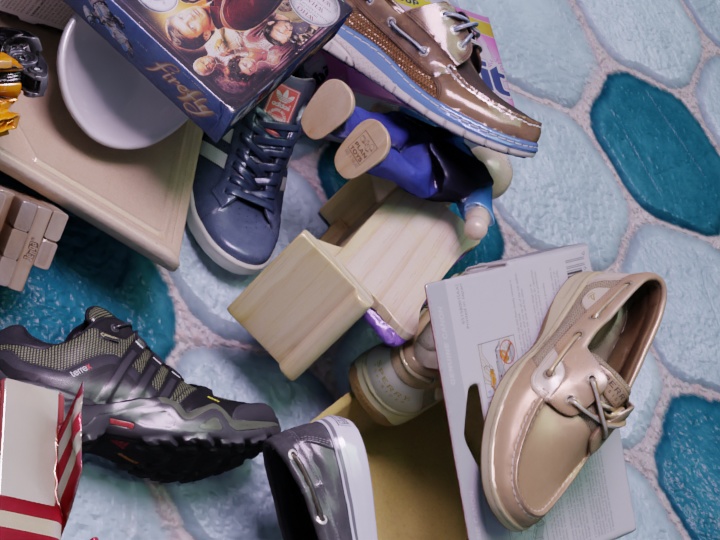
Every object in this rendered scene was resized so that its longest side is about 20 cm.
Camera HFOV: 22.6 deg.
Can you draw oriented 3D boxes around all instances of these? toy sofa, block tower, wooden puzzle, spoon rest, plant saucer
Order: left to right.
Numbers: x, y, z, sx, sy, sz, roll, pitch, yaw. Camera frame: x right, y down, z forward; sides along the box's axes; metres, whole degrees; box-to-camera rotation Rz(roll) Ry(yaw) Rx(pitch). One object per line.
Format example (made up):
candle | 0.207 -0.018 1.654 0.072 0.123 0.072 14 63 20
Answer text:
block tower | -0.272 -0.043 1.033 0.199 0.058 0.054 19 94 -30
wooden puzzle | -0.188 -0.098 1.162 0.185 0.037 0.200 32 31 -22
spoon rest | -0.114 -0.145 1.164 0.200 0.060 0.100 -31 110 -41
toy sofa | 0.000 0.000 1.215 0.098 0.083 0.200 46 29 -4
plant saucer | 0.057 0.157 1.210 0.200 0.048 0.200 53 41 2

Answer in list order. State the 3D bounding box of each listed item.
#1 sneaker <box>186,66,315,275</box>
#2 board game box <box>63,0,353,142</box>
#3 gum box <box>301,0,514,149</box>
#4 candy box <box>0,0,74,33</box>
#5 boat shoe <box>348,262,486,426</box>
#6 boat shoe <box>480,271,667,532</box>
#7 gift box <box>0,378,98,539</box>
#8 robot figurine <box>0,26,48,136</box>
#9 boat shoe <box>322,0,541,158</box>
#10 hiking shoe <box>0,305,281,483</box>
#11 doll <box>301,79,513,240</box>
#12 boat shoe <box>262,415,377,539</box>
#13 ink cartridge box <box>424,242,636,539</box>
sneaker | -0.070 -0.093 1.244 0.075 0.084 0.201 23 49 -29
board game box | -0.118 -0.190 1.126 0.200 0.035 0.136 42 51 1
gum box | 0.024 -0.152 1.373 0.199 0.066 0.114 11 56 -43
candy box | -0.176 -0.220 1.229 0.199 0.061 0.137 13 46 -45
boat shoe | 0.071 0.040 1.221 0.200 0.063 0.073 -26 81 -48
boat shoe | 0.136 0.075 1.137 0.071 0.064 0.201 48 53 -30
gift box | -0.235 0.132 0.862 0.186 0.184 0.201 18 57 -30
robot figurine | -0.272 -0.125 1.031 0.200 0.058 0.145 35 37 31
boat shoe | 0.045 -0.148 1.224 0.199 0.073 0.072 33 10 12
hiking shoe | -0.135 0.067 1.079 0.199 0.076 0.101 10 59 -36
doll | 0.045 -0.074 1.230 0.137 0.049 0.200 51 21 26
boat shoe | -0.022 0.190 1.080 0.066 0.070 0.201 -7 91 -27
ink cartridge box | 0.101 0.094 1.175 0.173 0.043 0.201 -12 93 -45
